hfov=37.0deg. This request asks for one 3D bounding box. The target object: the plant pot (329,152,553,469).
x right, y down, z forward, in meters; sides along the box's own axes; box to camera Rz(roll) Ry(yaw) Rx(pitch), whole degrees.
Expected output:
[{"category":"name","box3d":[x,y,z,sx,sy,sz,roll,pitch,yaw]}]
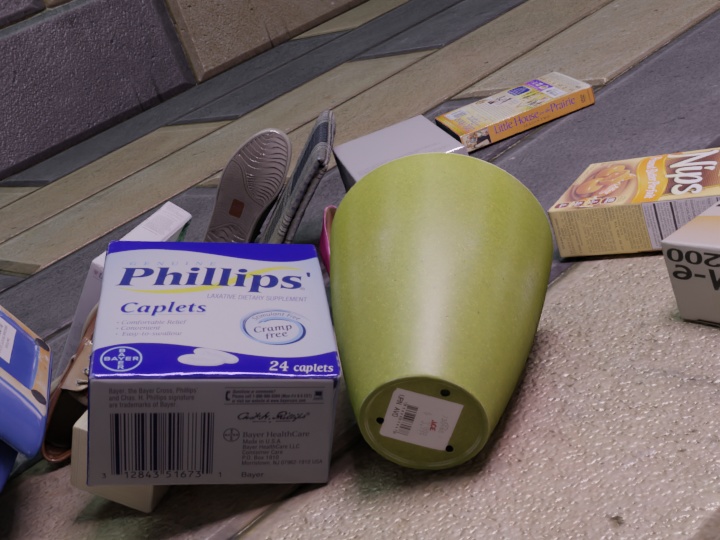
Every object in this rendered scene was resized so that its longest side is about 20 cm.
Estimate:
[{"category":"plant pot","box3d":[0.054,0.045,0.817,0.185,0.188,0.201,-13,35,19]}]

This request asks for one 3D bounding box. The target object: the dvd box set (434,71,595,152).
[{"category":"dvd box set","box3d":[0.216,-0.228,1.536,0.198,0.030,0.146,-22,20,-4]}]

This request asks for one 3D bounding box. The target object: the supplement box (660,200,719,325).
[{"category":"supplement box","box3d":[0.348,-0.031,0.831,0.199,0.074,0.126,-32,22,-26]}]

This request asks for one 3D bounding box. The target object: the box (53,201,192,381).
[{"category":"box","box3d":[-0.248,0.040,1.114,0.201,0.036,0.144,-62,-6,35]}]

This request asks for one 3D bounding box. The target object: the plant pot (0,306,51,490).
[{"category":"plant pot","box3d":[-0.371,0.110,0.901,0.180,0.200,0.200,-45,22,4]}]

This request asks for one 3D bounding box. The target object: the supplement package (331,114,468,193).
[{"category":"supplement package","box3d":[0.054,-0.083,1.189,0.119,0.122,0.200,-21,20,-3]}]

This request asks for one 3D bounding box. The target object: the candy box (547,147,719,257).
[{"category":"candy box","box3d":[0.290,-0.066,1.006,0.199,0.056,0.115,-5,25,38]}]

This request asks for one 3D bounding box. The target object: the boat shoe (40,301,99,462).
[{"category":"boat shoe","box3d":[-0.240,0.100,0.999,0.201,0.075,0.072,-57,20,20]}]

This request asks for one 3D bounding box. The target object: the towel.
[{"category":"towel","box3d":[-0.076,-0.074,1.266,0.201,0.034,0.193,-62,11,21]}]

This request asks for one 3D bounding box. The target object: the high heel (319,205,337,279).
[{"category":"high heel","box3d":[0.000,0.000,1.065,0.067,0.097,0.200,-21,20,-1]}]

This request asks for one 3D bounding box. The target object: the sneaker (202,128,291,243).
[{"category":"sneaker","box3d":[-0.141,-0.101,1.372,0.201,0.074,0.106,-60,3,22]}]

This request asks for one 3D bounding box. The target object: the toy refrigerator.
[{"category":"toy refrigerator","box3d":[-0.170,0.113,0.942,0.075,0.071,0.200,17,29,10]}]

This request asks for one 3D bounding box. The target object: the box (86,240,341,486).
[{"category":"box","box3d":[-0.119,0.068,0.859,0.182,0.106,0.201,1,30,-10]}]
